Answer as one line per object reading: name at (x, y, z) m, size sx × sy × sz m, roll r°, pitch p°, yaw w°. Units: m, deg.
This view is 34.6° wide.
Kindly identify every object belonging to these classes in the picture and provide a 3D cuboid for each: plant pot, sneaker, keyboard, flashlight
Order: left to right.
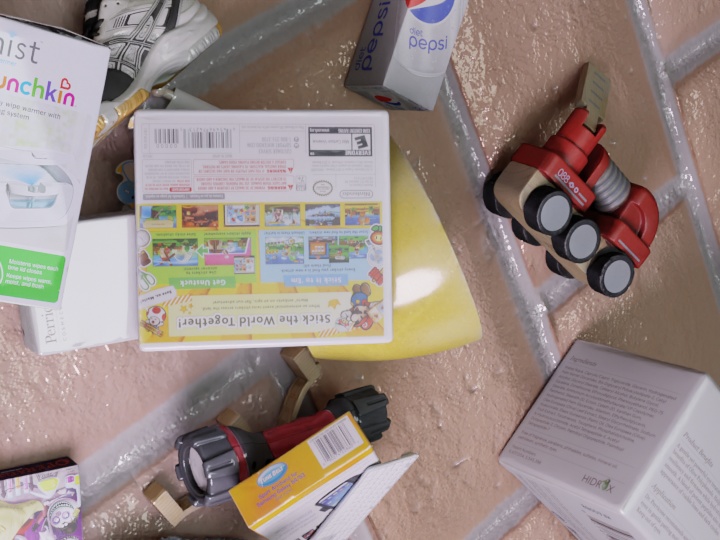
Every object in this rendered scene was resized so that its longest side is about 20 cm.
sneaker at (-0.197, -0.164, 0.904) m, size 0.088 × 0.075 × 0.200 m, roll 49°, pitch 49°, yaw -14°
flashlight at (-0.063, 0.147, 1.017) m, size 0.199 × 0.068 × 0.069 m, roll -15°, pitch 114°, yaw -33°
keyboard at (-0.010, 0.221, 1.047) m, size 0.056 × 0.200 × 0.011 m, roll -17°, pitch 62°, yaw -38°
plant pot at (0.000, 0.000, 1.015) m, size 0.141 × 0.200 × 0.201 m, roll -26°, pitch 112°, yaw -4°

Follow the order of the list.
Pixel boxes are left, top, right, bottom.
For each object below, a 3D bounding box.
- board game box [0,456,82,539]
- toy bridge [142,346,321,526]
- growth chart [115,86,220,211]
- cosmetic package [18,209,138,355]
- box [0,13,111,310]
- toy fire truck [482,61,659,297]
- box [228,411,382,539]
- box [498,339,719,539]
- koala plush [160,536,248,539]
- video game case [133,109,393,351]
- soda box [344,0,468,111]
board game box at (-0.318, 0.226, 0.914) m, size 0.199 × 0.032 × 0.121 m, roll -8°, pitch 106°, yaw -33°
toy bridge at (-0.103, 0.154, 1.048) m, size 0.200 × 0.027 × 0.067 m, roll -45°, pitch 121°, yaw -21°
growth chart at (-0.147, -0.050, 0.995) m, size 0.144 × 0.018 × 0.202 m, roll 13°, pitch 89°, yaw -34°
cosmetic package at (-0.173, 0.000, 0.931) m, size 0.198 × 0.074 × 0.103 m, roll -11°, pitch 98°, yaw -24°
box at (-0.268, -0.079, 0.799) m, size 0.096 × 0.199 × 0.178 m, roll 11°, pitch 90°, yaw -35°
toy fire truck at (0.240, -0.104, 1.202) m, size 0.176 × 0.128 × 0.201 m, roll 39°, pitch 85°, yaw -32°
box at (-0.036, 0.191, 1.015) m, size 0.119 × 0.200 × 0.042 m, roll -33°, pitch 71°, yaw -5°
box at (0.298, 0.210, 1.225) m, size 0.199 × 0.199 × 0.172 m, roll 45°, pitch 74°, yaw -29°
koala plush at (-0.122, 0.320, 0.941) m, size 0.183 × 0.199 × 0.179 m, roll 24°, pitch 83°, yaw -44°
video game case at (-0.074, -0.032, 0.899) m, size 0.198 × 0.023 × 0.184 m, roll -1°, pitch 91°, yaw -11°
soda box at (0.056, -0.252, 1.073) m, size 0.063 × 0.068 × 0.202 m, roll 21°, pitch 86°, yaw -34°
